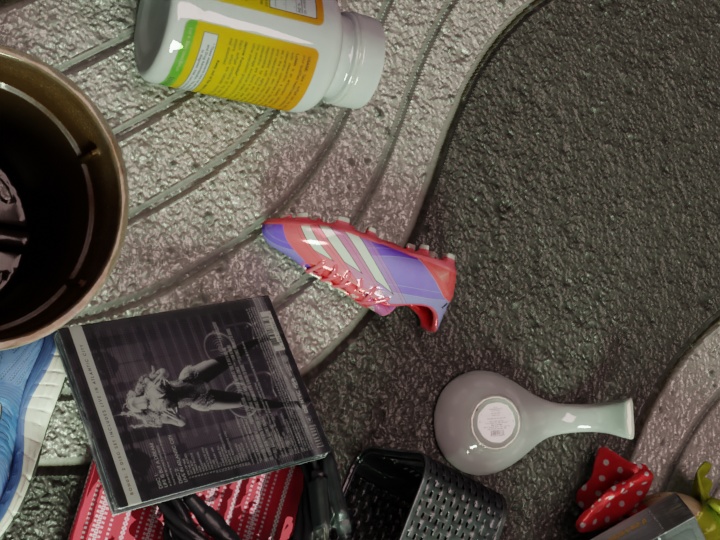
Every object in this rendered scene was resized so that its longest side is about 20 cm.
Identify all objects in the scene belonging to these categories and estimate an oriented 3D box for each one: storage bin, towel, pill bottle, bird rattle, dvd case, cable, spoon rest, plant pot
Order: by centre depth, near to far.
[{"bbox_3d":[-0.288,-0.042,0.854,0.198,0.198,0.203,2,85,-27],"label":"plant pot"},{"bbox_3d":[-0.131,0.101,0.954,0.199,0.016,0.150,-8,66,-39],"label":"dvd case"},{"bbox_3d":[-0.096,0.165,0.990,0.162,0.051,0.202,-5,67,-26],"label":"cable"},{"bbox_3d":[-0.140,0.201,1.010,0.199,0.022,0.146,21,76,-24],"label":"towel"},{"bbox_3d":[-0.084,-0.198,1.023,0.198,0.111,0.112,9,82,-27],"label":"pill bottle"},{"bbox_3d":[0.028,0.264,1.027,0.093,0.135,0.201,30,73,-21],"label":"storage bin"},{"bbox_3d":[0.164,0.147,1.162,0.198,0.061,0.101,1,84,-14],"label":"spoon rest"},{"bbox_3d":[0.303,0.271,1.196,0.198,0.113,0.165,3,100,-24],"label":"bird rattle"}]

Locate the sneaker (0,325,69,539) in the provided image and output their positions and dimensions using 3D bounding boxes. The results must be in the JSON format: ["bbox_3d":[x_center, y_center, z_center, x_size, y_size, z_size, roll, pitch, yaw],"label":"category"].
[{"bbox_3d":[-0.290,0.128,0.916,0.088,0.078,0.202,19,69,-17],"label":"sneaker"}]

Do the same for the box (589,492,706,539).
[{"bbox_3d":[0.282,0.337,1.154,0.157,0.048,0.201,-30,110,0],"label":"box"}]

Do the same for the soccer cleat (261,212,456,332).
[{"bbox_3d":[0.000,0.000,1.079,0.198,0.067,0.077,15,83,-28],"label":"soccer cleat"}]
